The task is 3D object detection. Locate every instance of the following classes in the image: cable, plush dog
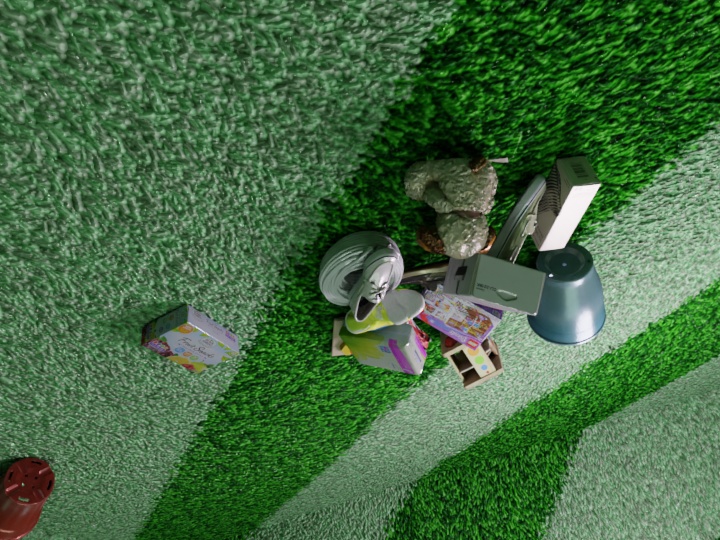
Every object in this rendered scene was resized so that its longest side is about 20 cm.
[{"bbox_3d":[0.000,0.000,1.168,0.194,0.071,0.201,-22,146,11],"label":"cable"},{"bbox_3d":[0.186,-0.110,0.953,0.192,0.180,0.160,-2,-174,-18],"label":"plush dog"}]

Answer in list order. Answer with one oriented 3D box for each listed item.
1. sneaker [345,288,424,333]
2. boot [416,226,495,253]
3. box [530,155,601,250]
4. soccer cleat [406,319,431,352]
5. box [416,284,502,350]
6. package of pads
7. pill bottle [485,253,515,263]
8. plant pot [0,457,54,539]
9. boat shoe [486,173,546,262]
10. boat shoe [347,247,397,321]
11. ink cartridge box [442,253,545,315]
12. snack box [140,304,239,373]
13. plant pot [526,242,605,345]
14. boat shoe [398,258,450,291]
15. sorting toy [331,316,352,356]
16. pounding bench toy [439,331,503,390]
[{"bbox_3d":[0.062,0.093,1.218,0.193,0.079,0.105,-15,170,18],"label":"sneaker"},{"bbox_3d":[0.219,-0.059,1.105,0.193,0.074,0.144,1,-175,-11],"label":"boot"},{"bbox_3d":[0.426,-0.138,1.119,0.066,0.084,0.203,-7,143,-10],"label":"box"},{"bbox_3d":[0.109,0.141,1.364,0.084,0.070,0.201,5,143,50],"label":"soccer cleat"},{"bbox_3d":[0.240,0.104,1.327,0.195,0.040,0.139,30,133,0],"label":"box"},{"bbox_3d":[0.060,0.189,1.332,0.193,0.070,0.156,6,147,30],"label":"package of pads"},{"bbox_3d":[0.339,0.023,1.280,0.109,0.114,0.198,-31,141,24],"label":"pill bottle"},{"bbox_3d":[-1.076,0.709,1.662,0.197,0.205,0.195,23,123,-41],"label":"plant pot"},{"bbox_3d":[0.336,-0.099,1.100,0.061,0.072,0.205,30,109,7],"label":"boat shoe"},{"bbox_3d":[0.026,0.035,1.103,0.070,0.068,0.201,7,141,-28],"label":"boat shoe"},{"bbox_3d":[0.263,0.027,1.068,0.139,0.087,0.200,15,178,-6],"label":"ink cartridge box"},{"bbox_3d":[-0.404,0.169,1.269,0.139,0.054,0.200,-26,143,13],"label":"snack box"},{"bbox_3d":[0.509,0.046,1.312,0.193,0.204,0.192,-17,131,6],"label":"plant pot"},{"bbox_3d":[0.169,0.017,1.217,0.193,0.067,0.073,-12,-173,20],"label":"boat shoe"},{"bbox_3d":[0.011,0.180,1.444,0.178,0.037,0.203,-6,144,-12],"label":"sorting toy"},{"bbox_3d":[0.307,0.197,1.509,0.122,0.202,0.158,-30,111,19],"label":"pounding bench toy"}]
